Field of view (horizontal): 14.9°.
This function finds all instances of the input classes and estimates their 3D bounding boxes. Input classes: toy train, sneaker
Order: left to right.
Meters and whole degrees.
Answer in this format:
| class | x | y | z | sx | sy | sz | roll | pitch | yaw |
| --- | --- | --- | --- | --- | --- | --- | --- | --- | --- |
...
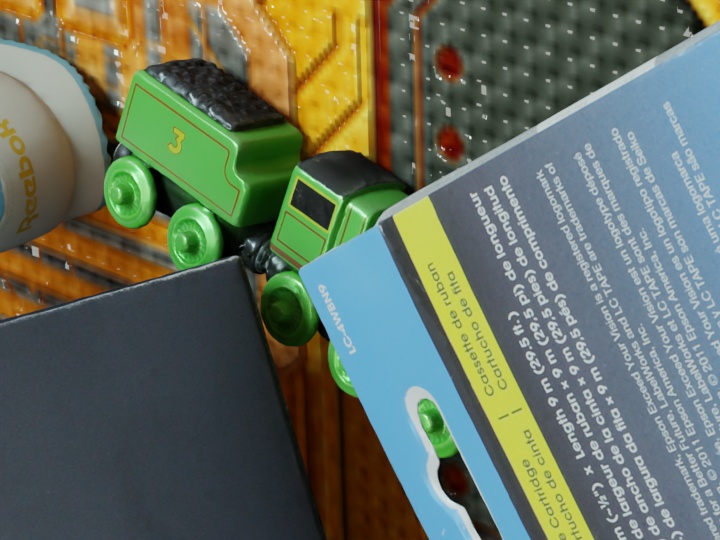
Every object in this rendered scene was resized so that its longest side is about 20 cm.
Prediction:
| class | x | y | z | sx | sy | sz | roll | pitch | yaw |
| --- | --- | --- | --- | --- | --- | --- | --- | --- | --- |
| sneaker | -0.175 | -0.045 | 0.933 | 0.200 | 0.081 | 0.077 | 7 | 114 | 46 |
| toy train | 0.000 | 0.000 | 0.801 | 0.200 | 0.042 | 0.057 | 35 | 120 | 31 |

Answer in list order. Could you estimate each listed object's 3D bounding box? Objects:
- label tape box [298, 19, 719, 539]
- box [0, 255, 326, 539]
| class | x | y | z | sx | sy | sz | roll | pitch | yaw |
| --- | --- | --- | --- | --- | --- | --- | --- | --- | --- |
| label tape box | 0.091 | 0.021 | 0.689 | 0.200 | 0.066 | 0.144 | -29 | 86 | 48 |
| box | -0.091 | 0.115 | 0.842 | 0.200 | 0.117 | 0.197 | -19 | 87 | 66 |
